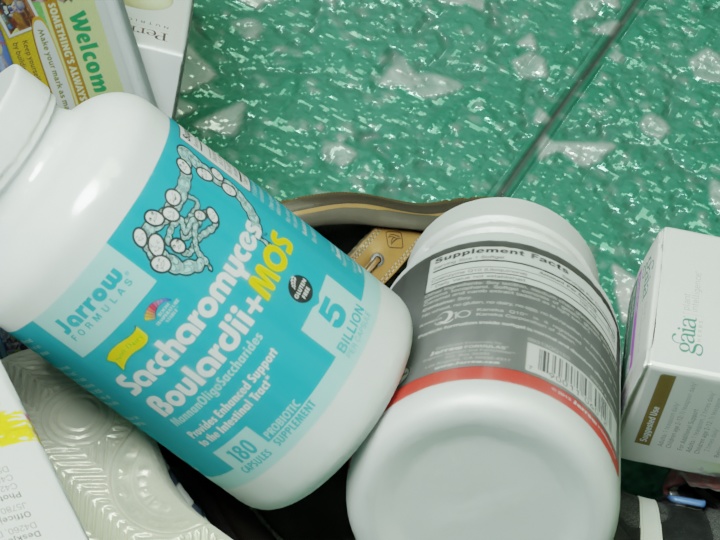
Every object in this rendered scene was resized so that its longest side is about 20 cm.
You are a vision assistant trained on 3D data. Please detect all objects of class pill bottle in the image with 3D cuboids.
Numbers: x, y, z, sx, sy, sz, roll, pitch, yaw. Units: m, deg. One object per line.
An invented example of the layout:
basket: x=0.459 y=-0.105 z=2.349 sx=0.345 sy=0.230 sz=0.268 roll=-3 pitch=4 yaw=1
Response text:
pill bottle: x=-0.084 y=0.003 z=1.028 sx=0.200 sy=0.111 sz=0.111 roll=37 pitch=43 yaw=-18
pill bottle: x=0.059 y=0.054 z=1.112 sx=0.116 sy=0.116 sz=0.200 roll=15 pitch=28 yaw=-2

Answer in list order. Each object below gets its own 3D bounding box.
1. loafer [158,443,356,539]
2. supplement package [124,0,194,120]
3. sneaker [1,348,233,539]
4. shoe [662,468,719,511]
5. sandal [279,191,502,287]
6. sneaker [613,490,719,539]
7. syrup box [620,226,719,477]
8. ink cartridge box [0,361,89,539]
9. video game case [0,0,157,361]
loafer: x=-0.043 y=0.079 z=1.131 sx=0.200 sy=0.071 sz=0.073 roll=41 pitch=51 yaw=22
supplement package: x=-0.160 y=-0.098 z=1.178 sx=0.151 sy=0.151 sz=0.200 roll=10 pitch=32 yaw=-6
sneaker: x=-0.101 y=0.118 z=1.072 sx=0.075 sy=0.085 sz=0.200 roll=-31 pitch=56 yaw=-17
shoe: x=0.244 y=0.119 z=1.184 sx=0.200 sy=0.072 sz=0.091 roll=30 pitch=60 yaw=7
sandal: x=0.000 y=0.000 z=1.229 sx=0.200 sy=0.082 sz=0.055 roll=1 pitch=70 yaw=-25
sneaker: x=0.147 y=0.174 z=1.096 sx=0.112 sy=0.073 sz=0.200 roll=3 pitch=46 yaw=-11
syrup box: x=0.220 y=0.051 z=1.133 sx=0.199 sy=0.082 sz=0.079 roll=10 pitch=54 yaw=1
ink cartridge box: x=-0.210 y=0.111 z=1.002 sx=0.146 sy=0.147 sz=0.200 roll=-14 pitch=53 yaw=-27
video game case: x=-0.172 y=-0.039 z=1.080 sx=0.182 sy=0.200 sz=0.022 roll=-13 pitch=30 yaw=5
